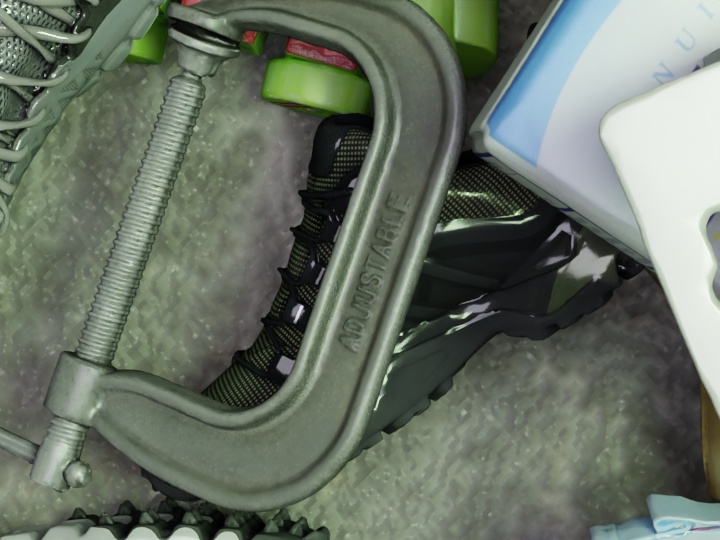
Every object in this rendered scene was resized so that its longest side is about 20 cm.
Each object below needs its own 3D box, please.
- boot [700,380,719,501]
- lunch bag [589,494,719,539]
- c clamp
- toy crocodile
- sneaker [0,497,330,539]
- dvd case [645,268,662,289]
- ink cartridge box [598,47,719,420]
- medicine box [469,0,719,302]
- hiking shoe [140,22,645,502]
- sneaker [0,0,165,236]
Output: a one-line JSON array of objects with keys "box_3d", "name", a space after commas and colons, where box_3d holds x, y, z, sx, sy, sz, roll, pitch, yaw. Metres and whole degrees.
[{"box_3d": [0.197, -0.027, 0.796, 0.174, 0.066, 0.201, -4, 89, 7], "name": "boot"}, {"box_3d": [0.158, 0.169, 0.754, 0.169, 0.127, 0.201, -3, 105, 1], "name": "lunch bag"}, {"box_3d": [-0.055, -0.010, 0.773, 0.170, 0.027, 0.201, 27, 95, 31], "name": "c clamp"}, {"box_3d": [-0.048, -0.099, 0.821, 0.199, 0.062, 0.068, 15, 88, 3], "name": "toy crocodile"}, {"box_3d": [-0.103, 0.129, 0.815, 0.199, 0.066, 0.091, -5, 90, 6], "name": "sneaker"}, {"box_3d": [0.175, -0.028, 0.833, 0.149, 0.016, 0.200, -40, 87, 1], "name": "dvd case"}, {"box_3d": [0.170, -0.031, 0.629, 0.199, 0.067, 0.117, -23, 92, 0], "name": "ink cartridge box"}, {"box_3d": [0.162, -0.060, 0.713, 0.200, 0.103, 0.183, 33, 93, -2], "name": "medicine box"}, {"box_3d": [0.000, 0.000, 0.803, 0.199, 0.076, 0.101, -32, 94, 1], "name": "hiking shoe"}, {"box_3d": [-0.115, -0.051, 0.758, 0.075, 0.116, 0.200, 24, 126, -19], "name": "sneaker"}]
